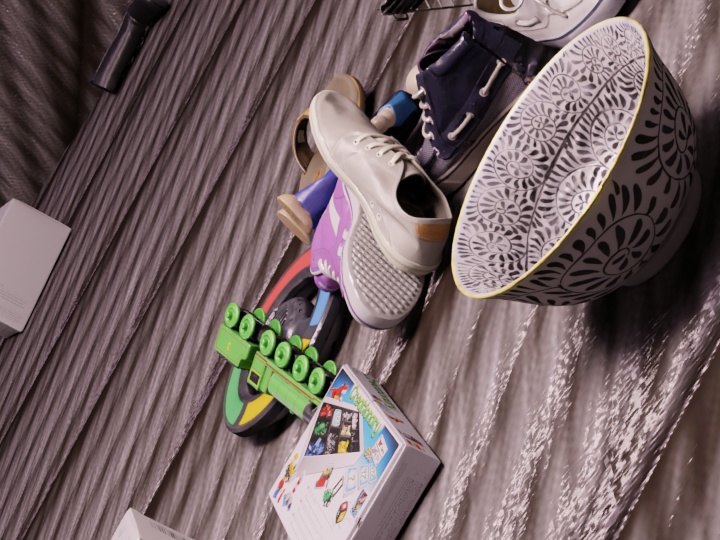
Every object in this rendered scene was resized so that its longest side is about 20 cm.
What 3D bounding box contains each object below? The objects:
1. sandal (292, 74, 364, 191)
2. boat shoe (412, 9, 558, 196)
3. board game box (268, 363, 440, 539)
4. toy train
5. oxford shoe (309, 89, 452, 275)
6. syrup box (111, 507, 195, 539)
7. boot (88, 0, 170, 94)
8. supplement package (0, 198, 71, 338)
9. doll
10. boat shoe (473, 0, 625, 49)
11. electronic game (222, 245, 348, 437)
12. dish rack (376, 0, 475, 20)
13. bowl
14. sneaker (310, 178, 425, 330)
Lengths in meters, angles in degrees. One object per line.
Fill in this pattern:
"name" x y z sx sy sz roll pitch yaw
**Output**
"sandal" -0.043 -0.130 1.819 0.080 0.054 0.201 -40 27 47
"boat shoe" 0.072 -0.137 1.478 0.200 0.092 0.075 -45 24 42
"board game box" -0.009 0.158 1.350 0.127 0.035 0.200 -60 18 6
"toy train" -0.068 0.083 1.537 0.200 0.042 0.057 33 107 54
"oxford shoe" 0.020 -0.084 1.481 0.200 0.075 0.058 60 135 34
"syrup box" -0.217 0.323 1.589 0.201 0.079 0.081 -60 18 4
"boot" -0.434 -0.425 3.330 0.200 0.065 0.165 -58 9 -1
"supplement package" -0.595 -0.003 3.045 0.117 0.117 0.201 -19 45 65
"doll" 0.009 -0.113 1.629 0.200 0.048 0.137 -45 -10 -13
"boat shoe" 0.143 -0.228 1.439 0.075 0.086 0.202 -63 18 -7
"electronic game" -0.069 0.061 1.647 0.200 0.042 0.200 -52 20 28
"dish rack" 0.101 -0.275 1.512 0.200 0.055 0.153 -16 -21 -46
"bowl" 0.152 -0.050 1.131 0.201 0.094 0.201 -52 20 27
"sneaker" 0.001 0.000 1.514 0.201 0.072 0.114 -90 25 -49
